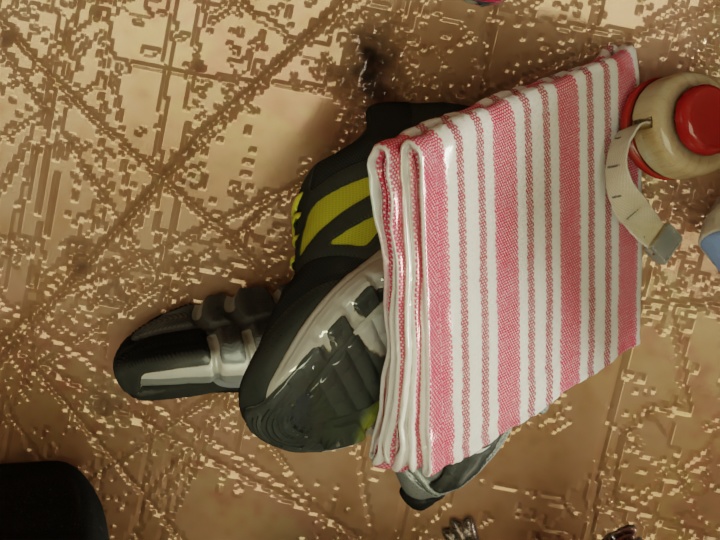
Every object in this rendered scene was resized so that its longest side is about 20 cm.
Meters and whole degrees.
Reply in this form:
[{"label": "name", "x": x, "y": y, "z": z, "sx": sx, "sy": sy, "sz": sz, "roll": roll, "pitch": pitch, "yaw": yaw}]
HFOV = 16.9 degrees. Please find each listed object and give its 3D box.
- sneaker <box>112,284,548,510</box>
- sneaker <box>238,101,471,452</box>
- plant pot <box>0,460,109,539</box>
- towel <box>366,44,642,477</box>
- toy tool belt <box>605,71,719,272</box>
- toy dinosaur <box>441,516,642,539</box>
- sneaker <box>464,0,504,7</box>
[{"label": "sneaker", "x": -0.007, "y": 0.064, "z": 1.113, "sx": 0.200, "sy": 0.075, "sz": 0.116, "roll": -11, "pitch": 111, "yaw": 3}, {"label": "sneaker", "x": 0.000, "y": 0.000, "z": 1.046, "sx": 0.085, "sy": 0.200, "sz": 0.075, "roll": 14, "pitch": 138, "yaw": 33}, {"label": "plant pot", "x": -0.195, "y": 0.186, "z": 1.098, "sx": 0.199, "sy": 0.177, "sz": 0.200, "roll": -4, "pitch": 108, "yaw": 1}, {"label": "towel", "x": 0.066, "y": -0.009, "z": 1.041, "sx": 0.030, "sy": 0.200, "sz": 0.146, "roll": 11, "pitch": 112, "yaw": 33}, {"label": "toy tool belt", "x": 0.215, "y": -0.019, "z": 1.051, "sx": 0.200, "sy": 0.123, "sz": 0.125, "roll": 45, "pitch": 65, "yaw": -16}, {"label": "toy dinosaur", "x": 0.084, "y": 0.199, "z": 1.125, "sx": 0.086, "sy": 0.136, "sz": 0.200, "roll": -2, "pitch": 109, "yaw": 1}, {"label": "sneaker", "x": 0.099, "y": -0.197, "z": 1.023, "sx": 0.081, "sy": 0.075, "sz": 0.200, "roll": 27, "pitch": 106, "yaw": -9}]
